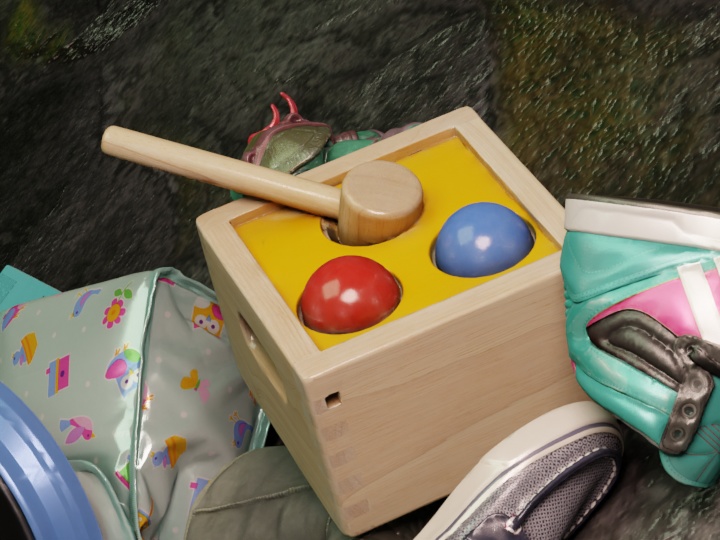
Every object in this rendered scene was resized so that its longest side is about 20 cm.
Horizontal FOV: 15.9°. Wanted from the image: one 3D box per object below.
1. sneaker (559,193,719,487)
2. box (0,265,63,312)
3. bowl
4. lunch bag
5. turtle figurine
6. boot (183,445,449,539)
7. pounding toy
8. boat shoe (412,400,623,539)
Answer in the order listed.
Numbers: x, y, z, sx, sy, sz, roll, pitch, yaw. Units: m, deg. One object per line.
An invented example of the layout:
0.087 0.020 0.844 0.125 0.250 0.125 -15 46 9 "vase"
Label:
0.174 0.038 1.134 0.199 0.083 0.122 11 96 30 "sneaker"
-0.190 0.053 1.709 0.049 0.082 0.200 -54 25 -8 "box"
-0.223 0.148 1.473 0.039 0.202 0.200 -29 8 -40 "bowl"
-0.143 0.114 1.501 0.170 0.122 0.201 -12 64 48 "lunch bag"
-0.029 -0.043 1.539 0.150 0.101 0.200 -54 20 -17 "turtle figurine"
-0.032 0.147 1.326 0.199 0.073 0.182 -9 32 45 "boot"
0.000 0.000 1.269 0.183 0.143 0.200 -23 37 -12 "pounding toy"
0.065 0.153 1.179 0.200 0.075 0.093 -42 51 -8 "boat shoe"
